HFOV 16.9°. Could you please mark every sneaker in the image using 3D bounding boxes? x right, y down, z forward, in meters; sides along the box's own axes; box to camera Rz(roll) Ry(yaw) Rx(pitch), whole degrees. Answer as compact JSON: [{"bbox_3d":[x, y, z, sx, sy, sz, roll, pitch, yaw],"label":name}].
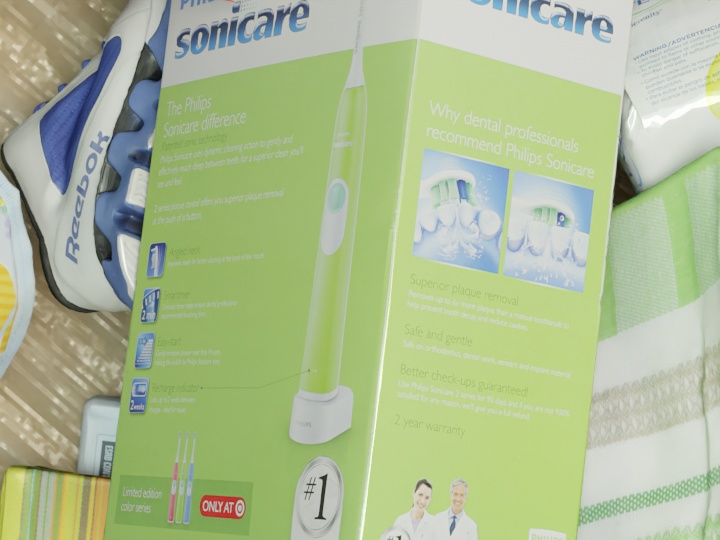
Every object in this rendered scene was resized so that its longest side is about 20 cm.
[{"bbox_3d":[-0.076,-0.068,0.875,0.115,0.081,0.200,-8,60,48],"label":"sneaker"}]

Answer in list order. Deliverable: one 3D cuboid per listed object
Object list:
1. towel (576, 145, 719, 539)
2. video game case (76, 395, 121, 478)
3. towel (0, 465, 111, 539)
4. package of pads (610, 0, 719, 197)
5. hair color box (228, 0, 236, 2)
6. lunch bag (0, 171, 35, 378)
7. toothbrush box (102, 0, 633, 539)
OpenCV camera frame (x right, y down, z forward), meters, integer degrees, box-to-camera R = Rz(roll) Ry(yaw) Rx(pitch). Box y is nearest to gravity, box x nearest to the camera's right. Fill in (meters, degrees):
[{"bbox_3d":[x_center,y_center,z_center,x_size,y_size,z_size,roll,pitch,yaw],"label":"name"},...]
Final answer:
[{"bbox_3d":[0.075,0.075,0.722,0.149,0.031,0.200,-26,58,47],"label":"towel"},{"bbox_3d":[-0.025,0.157,0.917,0.182,0.024,0.200,6,93,7],"label":"video game case"},{"bbox_3d":[-0.038,0.125,0.899,0.200,0.018,0.086,7,99,6],"label":"towel"},{"bbox_3d":[0.171,-0.027,0.803,0.154,0.068,0.200,-19,134,8],"label":"package of pads"},{"bbox_3d":[-0.094,-0.153,0.821,0.061,0.200,0.102,11,96,-27],"label":"hair color box"},{"bbox_3d":[-0.213,0.044,0.827,0.127,0.170,0.200,45,137,3],"label":"lunch bag"},{"bbox_3d":[0.000,0.000,0.760,0.086,0.146,0.200,10,81,-35],"label":"toothbrush box"}]
